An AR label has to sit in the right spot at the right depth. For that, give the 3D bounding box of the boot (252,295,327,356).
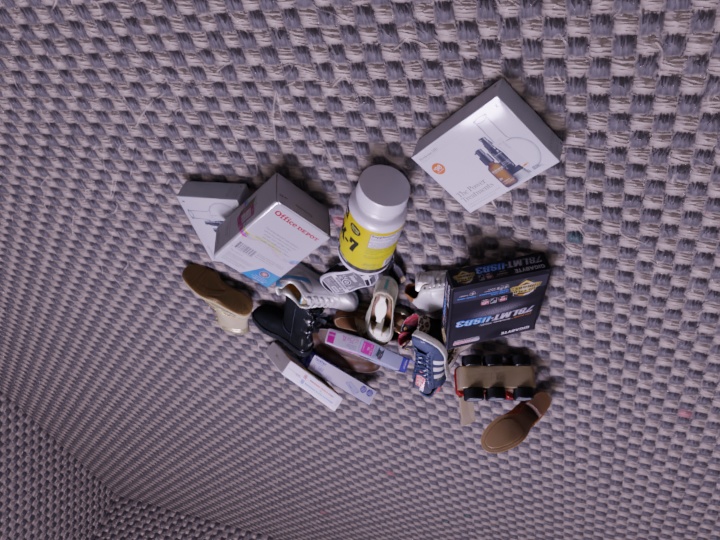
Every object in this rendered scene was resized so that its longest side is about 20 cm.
[{"bbox_3d":[-0.173,0.101,1.645,0.196,0.073,0.165,34,134,19],"label":"boot"}]

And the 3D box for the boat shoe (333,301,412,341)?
[{"bbox_3d":[0.024,0.122,1.569,0.196,0.075,0.076,-3,138,30],"label":"boat shoe"}]

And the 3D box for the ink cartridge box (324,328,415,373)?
[{"bbox_3d":[0.027,0.186,1.548,0.198,0.043,0.118,25,171,-41],"label":"ink cartridge box"}]

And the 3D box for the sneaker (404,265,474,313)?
[{"bbox_3d":[0.160,0.031,1.384,0.084,0.074,0.199,34,144,-20],"label":"sneaker"}]

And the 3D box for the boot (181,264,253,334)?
[{"bbox_3d":[-0.360,0.078,1.717,0.197,0.074,0.156,29,152,4],"label":"boot"}]

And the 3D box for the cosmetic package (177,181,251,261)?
[{"bbox_3d":[-0.283,-0.098,1.462,0.147,0.052,0.202,7,141,23],"label":"cosmetic package"}]

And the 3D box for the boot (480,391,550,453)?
[{"bbox_3d":[0.359,0.364,1.598,0.074,0.198,0.155,55,172,17],"label":"boot"}]

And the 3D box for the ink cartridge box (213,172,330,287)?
[{"bbox_3d":[-0.174,-0.076,1.354,0.198,0.086,0.143,-34,131,30],"label":"ink cartridge box"}]

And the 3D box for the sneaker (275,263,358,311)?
[{"bbox_3d":[-0.099,0.054,1.543,0.196,0.082,0.077,23,143,-3],"label":"sneaker"}]

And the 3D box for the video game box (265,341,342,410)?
[{"bbox_3d":[-0.152,0.275,1.797,0.181,0.047,0.199,37,175,-22],"label":"video game box"}]

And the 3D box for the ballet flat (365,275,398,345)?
[{"bbox_3d":[0.040,0.100,1.454,0.066,0.063,0.203,11,131,9],"label":"ballet flat"}]

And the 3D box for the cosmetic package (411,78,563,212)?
[{"bbox_3d":[0.201,-0.194,1.103,0.150,0.052,0.199,40,140,-18],"label":"cosmetic package"}]

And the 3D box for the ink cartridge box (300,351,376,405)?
[{"bbox_3d":[-0.059,0.277,1.793,0.198,0.045,0.094,33,176,-18],"label":"ink cartridge box"}]

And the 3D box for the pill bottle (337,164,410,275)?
[{"bbox_3d":[0.025,-0.092,1.267,0.112,0.116,0.202,20,143,2],"label":"pill bottle"}]

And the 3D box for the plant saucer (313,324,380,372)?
[{"bbox_3d":[-0.036,0.190,1.706,0.196,0.033,0.202,20,151,11],"label":"plant saucer"}]

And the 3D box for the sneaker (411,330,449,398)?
[{"bbox_3d":[0.137,0.203,1.426,0.074,0.085,0.201,23,155,33],"label":"sneaker"}]

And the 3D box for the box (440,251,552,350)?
[{"bbox_3d":[0.256,0.062,1.323,0.195,0.050,0.201,-11,139,-7],"label":"box"}]

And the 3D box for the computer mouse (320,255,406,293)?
[{"bbox_3d":[0.000,0.000,1.459,0.196,0.045,0.110,-12,137,30],"label":"computer mouse"}]

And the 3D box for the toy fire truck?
[{"bbox_3d":[0.294,0.278,1.570,0.171,0.132,0.201,0,161,-6],"label":"toy fire truck"}]

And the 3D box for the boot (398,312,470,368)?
[{"bbox_3d":[0.152,0.163,1.518,0.147,0.075,0.201,11,144,-22],"label":"boot"}]
